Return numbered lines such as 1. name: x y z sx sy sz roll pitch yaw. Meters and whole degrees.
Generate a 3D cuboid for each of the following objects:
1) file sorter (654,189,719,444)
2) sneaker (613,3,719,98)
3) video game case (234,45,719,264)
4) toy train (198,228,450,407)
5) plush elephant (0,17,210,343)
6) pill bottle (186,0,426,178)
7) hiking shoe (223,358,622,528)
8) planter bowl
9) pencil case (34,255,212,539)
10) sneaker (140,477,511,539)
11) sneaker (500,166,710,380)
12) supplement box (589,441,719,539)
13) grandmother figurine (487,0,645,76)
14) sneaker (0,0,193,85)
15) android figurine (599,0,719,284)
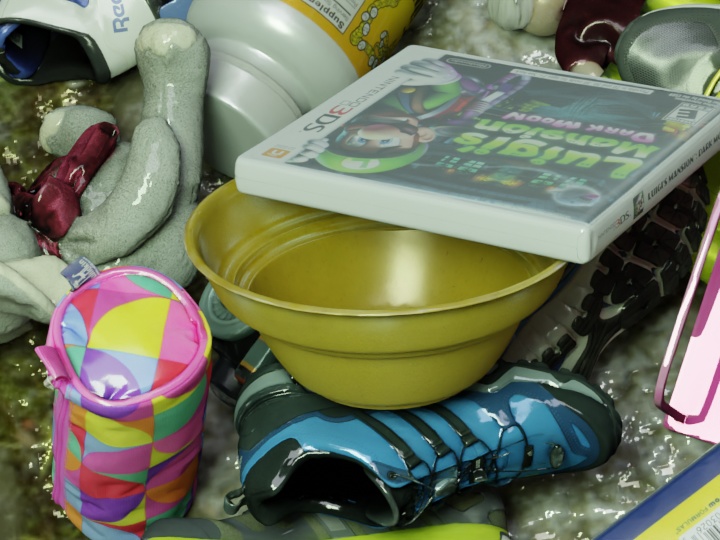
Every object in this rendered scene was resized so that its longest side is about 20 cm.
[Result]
1. file sorter: 0.264 0.043 1.454 0.199 0.125 0.139 18 88 14
2. sneaker: 0.227 -0.086 1.489 0.199 0.085 0.075 23 100 8
3. video game case: 0.067 -0.064 1.443 0.199 0.023 0.182 13 29 28
4. toy train: 0.000 0.000 1.524 0.114 0.085 0.200 31 82 39
5. plush elephant: -0.174 -0.024 1.531 0.154 0.165 0.201 0 78 -32
6. pill bottle: -0.030 -0.152 1.625 0.113 0.113 0.200 24 64 17
7. hiking shoe: 0.033 0.098 1.435 0.199 0.075 0.087 -2 44 4
8. planter bowl: 0.014 0.013 1.410 0.200 0.084 0.201 -2 25 1
9. pencil case: -0.123 0.071 1.451 0.088 0.200 0.089 1 62 -3
10. sneaker: -0.016 0.138 1.487 0.199 0.074 0.081 0 53 -4
11. sneaker: 0.106 0.000 1.529 0.200 0.079 0.089 -50 50 -2
12. supplement box: 0.212 0.197 1.399 0.109 0.109 0.200 -36 65 -11
13. grandmother figurine: 0.159 -0.131 1.634 0.200 0.061 0.121 27 38 22
14. sneaker: -0.190 -0.179 1.672 0.115 0.081 0.199 -37 65 -19
15. android figurine: 0.228 -0.075 1.554 0.200 0.041 0.182 34 102 6
